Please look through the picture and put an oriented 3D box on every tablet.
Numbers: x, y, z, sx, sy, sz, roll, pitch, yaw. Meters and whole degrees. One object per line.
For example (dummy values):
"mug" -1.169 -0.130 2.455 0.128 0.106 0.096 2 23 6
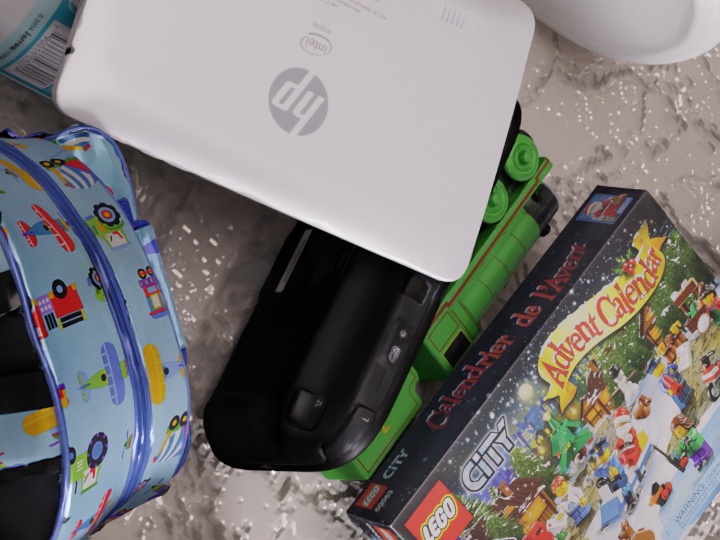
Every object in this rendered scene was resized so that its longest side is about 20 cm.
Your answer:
"tablet" -0.022 -0.088 1.133 0.200 0.014 0.130 23 74 -26

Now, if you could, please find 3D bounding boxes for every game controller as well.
"game controller" 0.000 0.000 1.207 0.042 0.104 0.200 39 63 -26

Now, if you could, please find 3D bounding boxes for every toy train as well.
"toy train" 0.032 0.015 1.265 0.056 0.042 0.200 52 58 -24

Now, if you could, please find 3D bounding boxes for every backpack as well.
"backpack" -0.136 0.027 1.058 0.135 0.200 0.183 -17 89 -34

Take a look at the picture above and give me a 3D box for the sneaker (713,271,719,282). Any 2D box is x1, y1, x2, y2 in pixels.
"sneaker" 0.227 -0.010 1.386 0.200 0.075 0.087 -17 57 -27

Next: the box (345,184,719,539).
"box" 0.100 0.080 1.260 0.200 0.038 0.137 -52 120 -18

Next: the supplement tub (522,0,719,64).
"supplement tub" 0.156 -0.211 1.326 0.140 0.140 0.200 44 61 -18

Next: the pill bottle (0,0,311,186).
"pill bottle" -0.078 -0.106 1.175 0.200 0.111 0.111 27 67 -26
